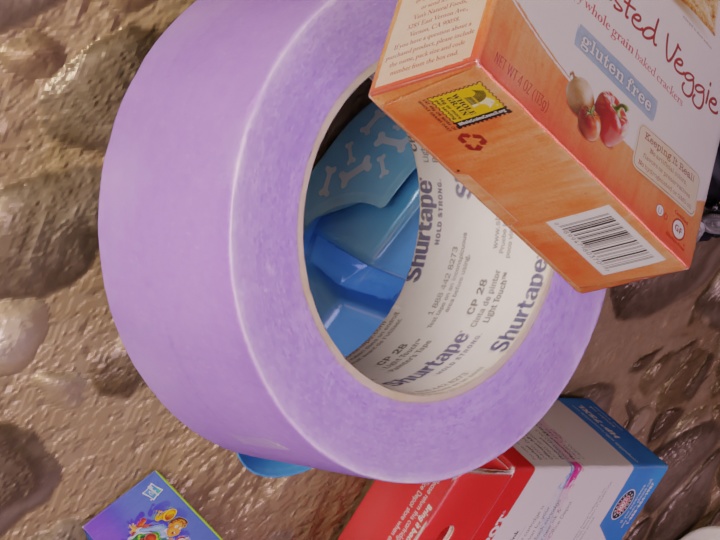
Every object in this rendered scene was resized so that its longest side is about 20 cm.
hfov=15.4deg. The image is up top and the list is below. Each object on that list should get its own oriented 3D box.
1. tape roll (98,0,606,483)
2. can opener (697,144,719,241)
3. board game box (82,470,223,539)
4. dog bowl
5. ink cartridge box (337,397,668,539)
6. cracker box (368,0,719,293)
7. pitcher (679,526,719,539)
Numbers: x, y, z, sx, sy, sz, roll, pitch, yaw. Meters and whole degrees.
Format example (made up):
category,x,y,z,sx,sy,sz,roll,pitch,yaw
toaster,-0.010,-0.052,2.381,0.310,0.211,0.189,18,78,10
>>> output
category,x,y,z,sx,sy,sz,roll,pitch,yaw
tape roll,0.002,-0.021,1.042,0.200,0.085,0.200,-4,95,-41
can opener,0.148,-0.070,1.300,0.063,0.079,0.200,-14,153,20
board game box,-0.055,0.198,1.265,0.045,0.134,0.200,-37,148,-16
dog bowl,0.000,0.000,1.191,0.200,0.050,0.111,-54,149,9
ink cartridge box,0.062,0.129,1.397,0.200,0.067,0.116,6,120,-54
cracker box,0.087,-0.112,1.017,0.134,0.058,0.200,40,51,-34
pitcher,0.239,0.245,1.724,0.172,0.121,0.200,-46,142,-33
